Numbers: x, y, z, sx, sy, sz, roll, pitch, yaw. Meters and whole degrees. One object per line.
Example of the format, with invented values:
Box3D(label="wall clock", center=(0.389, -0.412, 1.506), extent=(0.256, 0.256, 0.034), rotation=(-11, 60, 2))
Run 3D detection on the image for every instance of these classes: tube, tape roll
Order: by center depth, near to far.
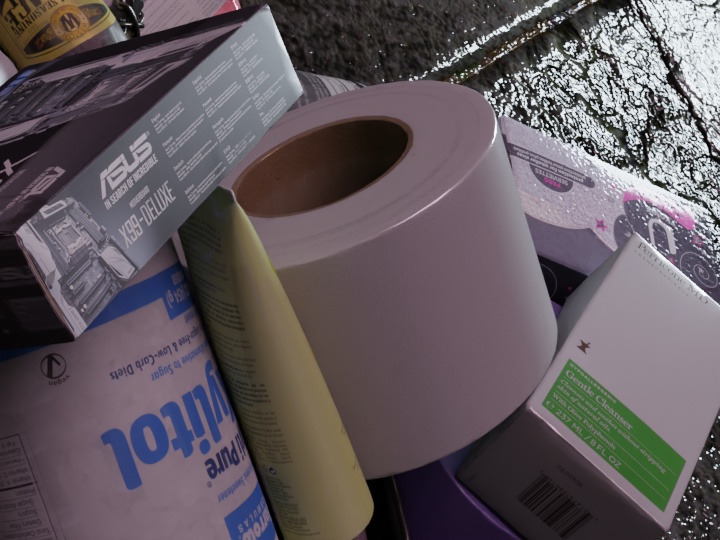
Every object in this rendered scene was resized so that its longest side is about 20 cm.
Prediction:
Box3D(label="tube", center=(-0.044, 0.043, 0.621), extent=(0.052, 0.057, 0.202), rotation=(-64, 139, -56))
Box3D(label="tape roll", center=(0.000, 0.000, 0.736), extent=(0.203, 0.200, 0.141), rotation=(-55, 133, -48))
Box3D(label="tape roll", center=(0.095, 0.113, 0.847), extent=(0.198, 0.085, 0.202), rotation=(21, 46, -23))

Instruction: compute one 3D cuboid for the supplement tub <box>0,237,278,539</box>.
Box3D(label="supplement tub", center=(-0.120, 0.091, 0.618), extent=(0.131, 0.131, 0.203), rotation=(-28, 102, -46))

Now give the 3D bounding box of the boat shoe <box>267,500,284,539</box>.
Box3D(label="boat shoe", center=(-0.022, 0.211, 0.674), extent=(0.083, 0.069, 0.202), rotation=(-24, 65, 1))

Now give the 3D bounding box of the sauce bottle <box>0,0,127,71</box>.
Box3D(label="sauce bottle", center=(-0.168, -0.132, 0.737), extent=(0.201, 0.066, 0.066), rotation=(51, 43, 7))

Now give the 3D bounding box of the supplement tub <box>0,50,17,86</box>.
Box3D(label="supplement tub", center=(-0.274, -0.089, 0.694), extent=(0.199, 0.145, 0.146), rotation=(37, 42, -5))

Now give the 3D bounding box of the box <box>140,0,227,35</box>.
Box3D(label="box", center=(-0.117, -0.187, 0.883), extent=(0.041, 0.039, 0.200), rotation=(45, 78, -17))

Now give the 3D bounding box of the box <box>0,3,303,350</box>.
Box3D(label="box", center=(-0.136, -0.039, 0.559), extent=(0.201, 0.156, 0.050), rotation=(-54, 128, -47))

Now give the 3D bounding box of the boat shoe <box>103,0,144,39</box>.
Box3D(label="boat shoe", center=(-0.168, -0.161, 0.812), extent=(0.065, 0.072, 0.203), rotation=(-24, 76, -1))

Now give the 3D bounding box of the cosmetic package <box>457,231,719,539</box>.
Box3D(label="cosmetic package", center=(0.153, 0.080, 0.793), extent=(0.107, 0.085, 0.200), rotation=(39, 43, 1))

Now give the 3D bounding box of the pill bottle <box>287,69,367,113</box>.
Box3D(label="pill bottle", center=(-0.045, -0.076, 0.875), extent=(0.197, 0.117, 0.118), rotation=(7, 52, -33))

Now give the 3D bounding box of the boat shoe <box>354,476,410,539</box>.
Box3D(label="boat shoe", center=(0.000, 0.166, 0.752), extent=(0.066, 0.057, 0.202), rotation=(4, 54, -34))

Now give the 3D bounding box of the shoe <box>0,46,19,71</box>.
Box3D(label="shoe", center=(-0.263, -0.167, 0.806), extent=(0.071, 0.091, 0.201), rotation=(-20, 69, -44))

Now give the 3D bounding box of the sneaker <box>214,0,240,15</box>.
Box3D(label="sneaker", center=(-0.161, -0.187, 0.912), extent=(0.198, 0.074, 0.088), rotation=(-2, 59, -38))

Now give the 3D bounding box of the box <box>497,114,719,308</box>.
Box3D(label="box", center=(0.160, -0.005, 0.968), extent=(0.198, 0.115, 0.134), rotation=(22, 46, -21))
